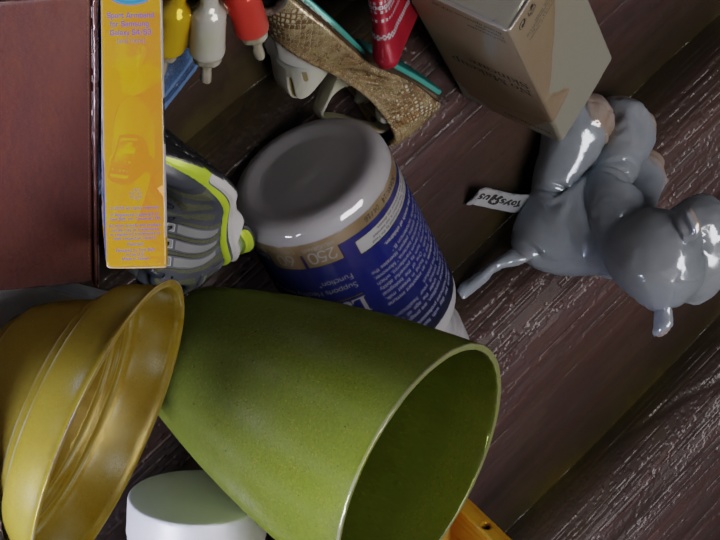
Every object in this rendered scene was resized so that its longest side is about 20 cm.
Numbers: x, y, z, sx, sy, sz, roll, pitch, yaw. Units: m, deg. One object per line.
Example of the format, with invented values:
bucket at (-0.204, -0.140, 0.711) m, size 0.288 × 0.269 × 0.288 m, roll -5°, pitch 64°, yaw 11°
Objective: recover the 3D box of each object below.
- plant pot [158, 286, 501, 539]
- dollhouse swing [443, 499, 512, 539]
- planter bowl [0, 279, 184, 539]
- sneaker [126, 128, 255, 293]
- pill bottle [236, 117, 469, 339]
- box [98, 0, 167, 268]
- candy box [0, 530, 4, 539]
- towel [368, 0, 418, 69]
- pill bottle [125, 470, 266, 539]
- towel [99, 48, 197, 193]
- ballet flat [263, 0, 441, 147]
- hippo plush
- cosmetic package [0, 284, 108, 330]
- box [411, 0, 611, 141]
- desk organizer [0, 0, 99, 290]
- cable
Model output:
plant pot at (-0.039, 0.092, 1.796) m, size 0.187 × 0.199 × 0.188 m, roll -43°, pitch 147°, yaw -36°
dollhouse swing at (0.042, 0.212, 1.979) m, size 0.199 × 0.182 × 0.176 m, roll -20°, pitch 139°, yaw -38°
planter bowl at (-0.186, 0.083, 1.623) m, size 0.200 × 0.083 × 0.201 m, roll 24°, pitch 90°, yaw -81°
sneaker at (-0.124, -0.032, 1.744) m, size 0.081 × 0.074 × 0.200 m, roll -48°, pitch 157°, yaw -10°
pill bottle at (0.000, 0.000, 1.882) m, size 0.116 × 0.115 × 0.200 m, roll -48°, pitch 132°, yaw -21°
box at (-0.136, -0.110, 1.583) m, size 0.041 × 0.119 × 0.201 m, roll -3°, pitch 102°, yaw -6°
candy box at (-0.291, 0.127, 1.600) m, size 0.071 × 0.167 × 0.201 m, roll -36°, pitch 128°, yaw -26°
towel at (0.016, -0.253, 1.819) m, size 0.145 × 0.022 × 0.201 m, roll -69°, pitch 153°, yaw -57°
pill bottle at (-0.116, 0.249, 1.863) m, size 0.114 × 0.114 × 0.201 m, roll -14°, pitch 114°, yaw -41°
towel at (-0.179, -0.109, 1.711) m, size 0.200 × 0.048 × 0.112 m, roll -53°, pitch 134°, yaw -16°
ballet flat at (-0.019, -0.138, 1.851) m, size 0.200 × 0.070 × 0.065 m, roll 32°, pitch 97°, yaw -43°
hippo plush at (0.205, -0.045, 2.037) m, size 0.199 × 0.160 × 0.160 m, roll -9°, pitch 112°, yaw -43°
cosmetic package at (-0.223, 0.050, 1.712) m, size 0.199 × 0.074 × 0.102 m, roll 18°, pitch 93°, yaw -45°
box at (0.106, -0.176, 1.892) m, size 0.078 × 0.095 × 0.200 m, roll -59°, pitch 156°, yaw -10°
desk organizer at (-0.198, -0.088, 1.586) m, size 0.077 × 0.072 × 0.201 m, roll -6°, pitch 124°, yaw -14°
cable at (-0.091, -0.197, 1.650) m, size 0.097 × 0.051 × 0.200 m, roll -12°, pitch 143°, yaw -6°
